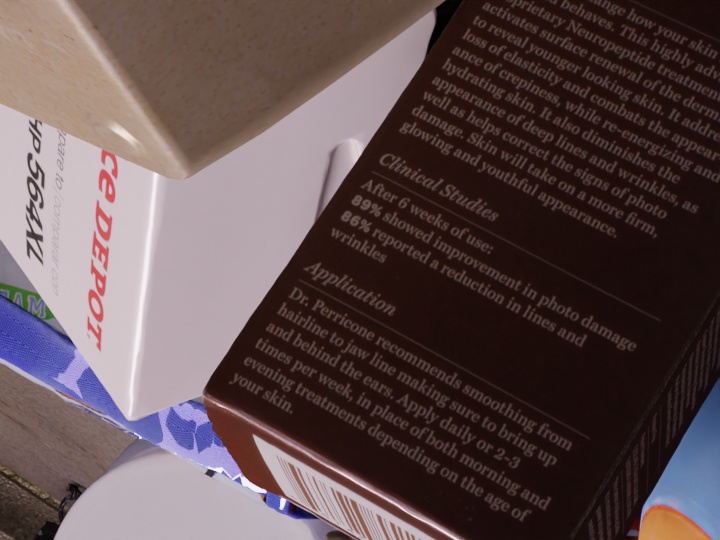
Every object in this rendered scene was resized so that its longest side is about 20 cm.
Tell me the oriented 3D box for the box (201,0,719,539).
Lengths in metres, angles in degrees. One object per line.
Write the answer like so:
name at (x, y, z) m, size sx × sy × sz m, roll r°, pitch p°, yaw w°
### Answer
box at (0.056, -0.014, 0.523) m, size 0.100 × 0.200 × 0.075 m, roll 28°, pitch 164°, yaw 19°

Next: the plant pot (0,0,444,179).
plant pot at (-0.060, -0.140, 0.423) m, size 0.199 × 0.177 × 0.200 m, roll 23°, pitch 161°, yaw 29°

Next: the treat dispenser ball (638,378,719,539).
treat dispenser ball at (0.182, 0.095, 0.598) m, size 0.200 × 0.201 × 0.201 m, roll 31°, pitch 164°, yaw 10°

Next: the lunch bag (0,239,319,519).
lunch bag at (-0.043, -0.004, 0.708) m, size 0.170 × 0.200 × 0.124 m, roll 26°, pitch 126°, yaw 18°

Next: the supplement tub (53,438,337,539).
supplement tub at (-0.027, 0.118, 0.811) m, size 0.145 × 0.145 × 0.200 m, roll 29°, pitch -167°, yaw 17°

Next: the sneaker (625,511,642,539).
sneaker at (0.124, 0.093, 0.863) m, size 0.071 × 0.113 × 0.200 m, roll 36°, pitch 164°, yaw -9°

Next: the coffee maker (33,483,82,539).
coffee maker at (-0.320, 0.399, 2.567) m, size 0.200 × 0.192 × 0.135 m, roll 20°, pitch -161°, yaw -42°

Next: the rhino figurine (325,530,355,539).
rhino figurine at (0.056, 0.005, 0.594) m, size 0.087 × 0.200 × 0.060 m, roll 36°, pitch 169°, yaw 24°

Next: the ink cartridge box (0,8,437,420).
ink cartridge box at (-0.077, -0.079, 0.595) m, size 0.200 × 0.084 × 0.146 m, roll 49°, pitch 145°, yaw 33°
